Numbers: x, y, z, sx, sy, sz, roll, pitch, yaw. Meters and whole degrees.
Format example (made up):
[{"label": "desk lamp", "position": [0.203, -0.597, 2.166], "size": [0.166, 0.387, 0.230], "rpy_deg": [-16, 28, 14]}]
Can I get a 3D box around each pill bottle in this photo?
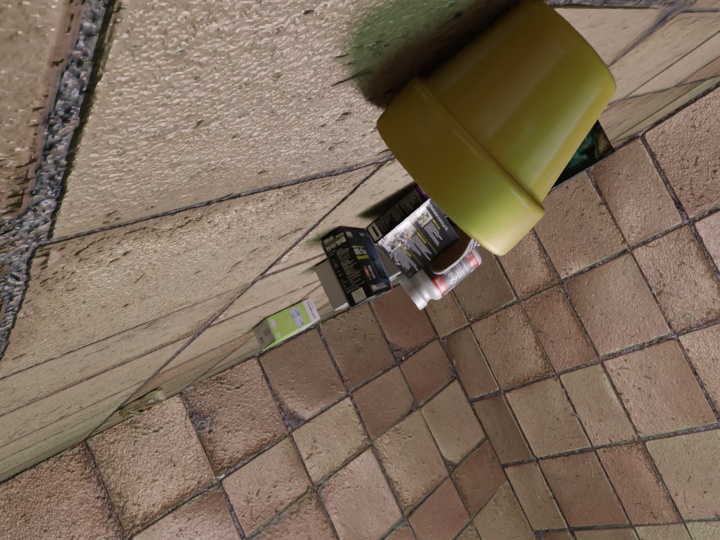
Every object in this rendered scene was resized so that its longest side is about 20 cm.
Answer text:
[{"label": "pill bottle", "position": [0.197, -0.003, 1.414], "size": [0.199, 0.117, 0.116], "rpy_deg": [-40, 174, 3]}]

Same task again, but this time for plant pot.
[{"label": "plant pot", "position": [0.144, -0.155, 0.576], "size": [0.189, 0.202, 0.200], "rpy_deg": [-47, 168, 19]}]

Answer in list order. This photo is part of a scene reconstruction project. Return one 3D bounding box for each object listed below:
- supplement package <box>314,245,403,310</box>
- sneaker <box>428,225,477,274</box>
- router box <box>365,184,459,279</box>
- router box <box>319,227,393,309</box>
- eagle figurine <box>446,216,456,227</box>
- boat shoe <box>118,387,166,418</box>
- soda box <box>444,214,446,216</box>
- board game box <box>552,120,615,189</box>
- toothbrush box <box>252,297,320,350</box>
[{"label": "supplement package", "position": [0.000, 0.000, 1.440], "size": [0.196, 0.124, 0.120], "rpy_deg": [-29, 174, 9]}, {"label": "sneaker", "position": [0.239, -0.063, 1.306], "size": [0.202, 0.070, 0.108], "rpy_deg": [-51, 152, -1]}, {"label": "router box", "position": [0.115, -0.078, 1.192], "size": [0.148, 0.052, 0.200], "rpy_deg": [-38, 147, 8]}, {"label": "router box", "position": [-0.003, -0.009, 1.209], "size": [0.061, 0.154, 0.199], "rpy_deg": [-28, 175, 15]}, {"label": "eagle figurine", "position": [0.218, -0.107, 1.513], "size": [0.146, 0.157, 0.200], "rpy_deg": [0, -153, 30]}, {"label": "boat shoe", "position": [-0.834, 0.519, 2.150], "size": [0.196, 0.064, 0.073], "rpy_deg": [-29, 175, 10]}, {"label": "soda box", "position": [0.157, -0.143, 1.266], "size": [0.195, 0.065, 0.068], "rpy_deg": [-28, 172, -3]}, {"label": "board game box", "position": [0.427, -0.260, 1.214], "size": [0.196, 0.139, 0.028], "rpy_deg": [-29, 174, 8]}, {"label": "toothbrush box", "position": [-0.261, 0.188, 1.979], "size": [0.197, 0.088, 0.145], "rpy_deg": [-26, 174, -38]}]
